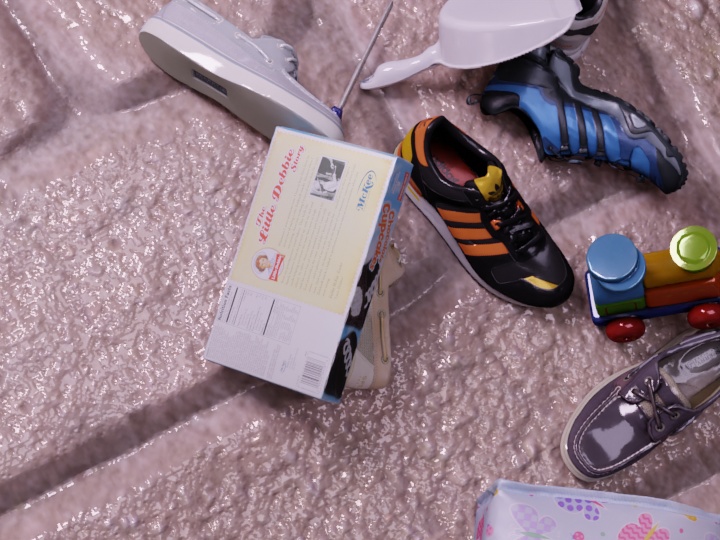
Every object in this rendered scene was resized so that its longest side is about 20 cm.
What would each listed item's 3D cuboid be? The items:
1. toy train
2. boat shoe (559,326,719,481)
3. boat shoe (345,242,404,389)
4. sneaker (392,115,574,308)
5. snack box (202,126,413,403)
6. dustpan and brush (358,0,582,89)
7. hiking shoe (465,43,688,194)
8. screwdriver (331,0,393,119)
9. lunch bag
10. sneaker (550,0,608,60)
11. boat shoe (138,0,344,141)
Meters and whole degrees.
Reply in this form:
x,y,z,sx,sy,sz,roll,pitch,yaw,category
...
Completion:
x,y,z,sx,sy,sz,roll,pitch,yaw,category
0.287,-0.005,1.207,0.200,0.116,0.085,-10,70,11,toy train
0.255,0.106,1.229,0.200,0.065,0.072,-32,84,-18,boat shoe
0.000,0.000,1.203,0.065,0.072,0.200,7,75,-21,boat shoe
0.110,-0.049,1.226,0.070,0.090,0.200,-43,87,-19,sneaker
-0.043,-0.006,1.154,0.116,0.037,0.200,17,89,27,snack box
0.090,-0.203,1.252,0.200,0.140,0.057,-12,121,7,dustpan and brush
0.197,-0.122,1.285,0.200,0.074,0.087,37,91,2,hiking shoe
-0.015,-0.156,1.258,0.029,0.028,0.200,24,73,-14,screwdriver
0.188,0.266,1.143,0.200,0.127,0.170,6,72,-1,lunch bag
0.213,-0.286,1.319,0.074,0.080,0.200,18,71,-5,sneaker
-0.090,-0.171,1.218,0.201,0.070,0.072,32,69,9,boat shoe
